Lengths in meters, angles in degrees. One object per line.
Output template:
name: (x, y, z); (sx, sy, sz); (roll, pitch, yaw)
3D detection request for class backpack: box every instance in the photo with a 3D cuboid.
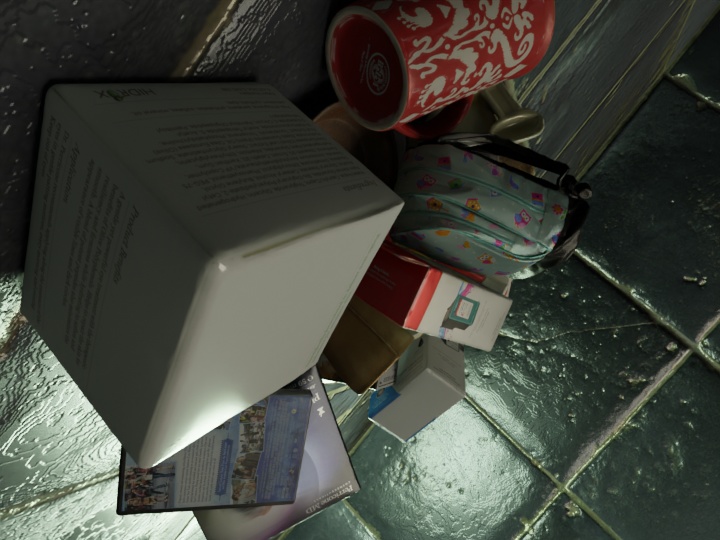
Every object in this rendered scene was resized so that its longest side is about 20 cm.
backpack: (0.129, -0.065, 0.661); (0.167, 0.197, 0.129); (-30, -137, 64)

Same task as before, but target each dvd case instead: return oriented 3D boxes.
dvd case: (-0.157, 0.196, 0.648); (0.197, 0.018, 0.145); (5, 106, -21)

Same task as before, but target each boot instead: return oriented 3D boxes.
boot: (-0.008, 0.018, 0.732); (0.175, 0.200, 0.066); (-43, 176, -7)

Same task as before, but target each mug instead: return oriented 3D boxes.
mug: (0.078, -0.200, 0.573); (0.199, 0.132, 0.180); (-33, 124, -32)

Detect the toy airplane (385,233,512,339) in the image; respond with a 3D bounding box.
toy airplane: (0.120, -0.013, 0.820); (0.197, 0.202, 0.141); (-7, 161, -16)

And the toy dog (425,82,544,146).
toy dog: (0.158, -0.168, 0.876); (0.193, 0.140, 0.201); (-36, 162, -12)

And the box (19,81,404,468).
box: (-0.113, -0.011, 0.450); (0.199, 0.171, 0.200); (-23, 150, -50)

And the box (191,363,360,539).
box: (-0.127, 0.215, 0.745); (0.198, 0.123, 0.201); (-24, 114, -13)

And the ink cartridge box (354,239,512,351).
ink cartridge box: (0.060, 0.019, 0.643); (0.198, 0.116, 0.068); (20, 98, -42)

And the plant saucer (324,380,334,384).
plant saucer: (-0.008, 0.140, 1.084); (0.200, 0.037, 0.201); (-45, 163, -17)

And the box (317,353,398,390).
box: (-0.050, 0.124, 0.868); (0.116, 0.197, 0.061); (20, 78, -71)

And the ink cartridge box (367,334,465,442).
ink cartridge box: (0.093, 0.150, 0.966); (0.147, 0.085, 0.201); (-46, -161, 30)

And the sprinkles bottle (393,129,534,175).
sprinkles bottle: (0.116, -0.132, 0.751); (0.068, 0.196, 0.070); (-173, -90, -80)

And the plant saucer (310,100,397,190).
plant saucer: (-0.032, -0.082, 0.631); (0.200, 0.036, 0.203); (-34, 135, -43)
